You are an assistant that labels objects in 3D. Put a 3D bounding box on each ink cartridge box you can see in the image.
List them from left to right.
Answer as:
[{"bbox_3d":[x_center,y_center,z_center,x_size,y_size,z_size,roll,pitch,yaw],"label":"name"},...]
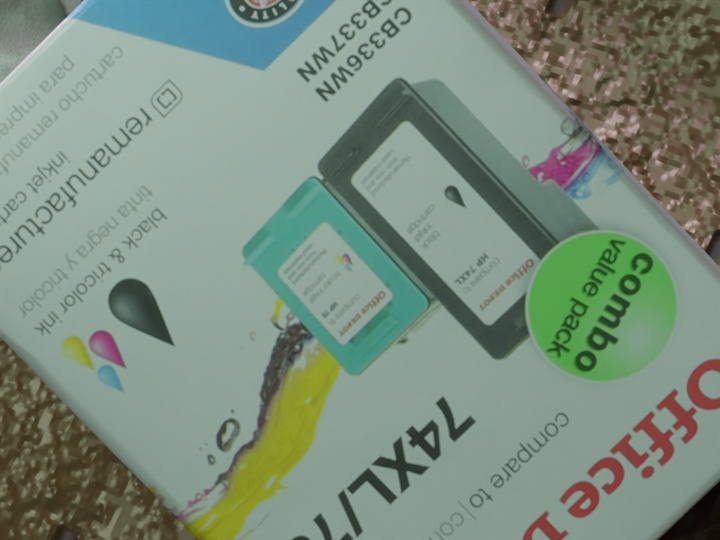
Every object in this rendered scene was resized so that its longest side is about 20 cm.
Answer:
[{"bbox_3d":[0.000,0.000,0.721,0.147,0.146,0.200,-44,93,5],"label":"ink cartridge box"}]

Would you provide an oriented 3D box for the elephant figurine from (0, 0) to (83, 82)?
[{"bbox_3d":[-0.106,-0.054,0.849,0.200,0.155,0.142,-1,30,12],"label":"elephant figurine"}]
